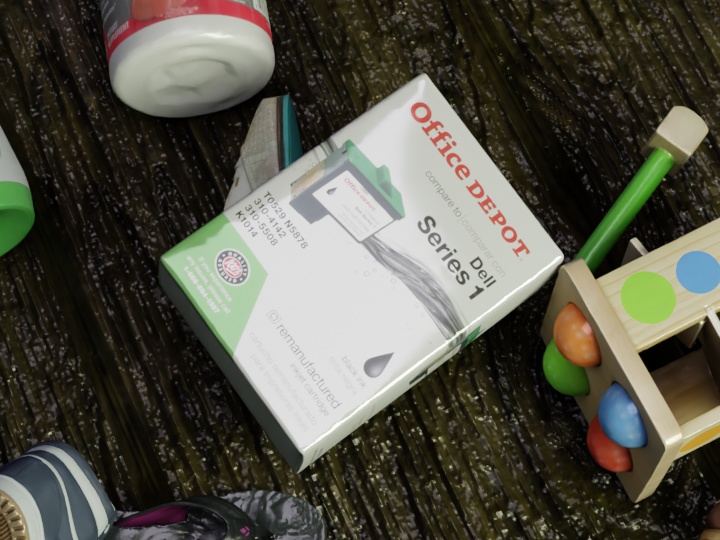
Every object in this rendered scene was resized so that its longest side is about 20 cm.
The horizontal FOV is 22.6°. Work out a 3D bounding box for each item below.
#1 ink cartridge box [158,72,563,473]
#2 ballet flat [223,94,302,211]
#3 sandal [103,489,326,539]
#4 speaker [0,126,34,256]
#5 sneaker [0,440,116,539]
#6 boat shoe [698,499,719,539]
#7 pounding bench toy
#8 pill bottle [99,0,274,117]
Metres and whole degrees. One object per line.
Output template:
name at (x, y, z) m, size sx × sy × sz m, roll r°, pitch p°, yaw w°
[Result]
ink cartridge box at (0.000, 0.000, 1.075) m, size 0.199 × 0.084 × 0.147 m, roll -36°, pitch 83°, yaw -13°
ballet flat at (-0.059, -0.021, 1.152) m, size 0.062 × 0.068 × 0.202 m, roll -12°, pitch 68°, yaw 5°
sandal at (-0.118, 0.170, 1.080) m, size 0.198 × 0.048 × 0.076 m, roll -4°, pitch 68°, yaw -2°
speaker at (-0.285, -0.102, 1.168) m, size 0.088 × 0.089 × 0.201 m, roll -26°, pitch 71°, yaw -11°
sneaker at (-0.194, 0.196, 1.044) m, size 0.069 × 0.109 × 0.202 m, roll 13°, pitch 111°, yaw 13°
boat shoe at (0.302, 0.171, 1.079) m, size 0.198 × 0.070 × 0.071 m, roll 20°, pitch 76°, yaw -2°
pounding bench toy at (0.180, 0.014, 1.108) m, size 0.155 × 0.124 × 0.201 m, roll -24°, pitch 70°, yaw -10°
pill bottle at (-0.124, -0.214, 1.202) m, size 0.109 × 0.111 × 0.202 m, roll -9°, pitch 68°, yaw -5°
